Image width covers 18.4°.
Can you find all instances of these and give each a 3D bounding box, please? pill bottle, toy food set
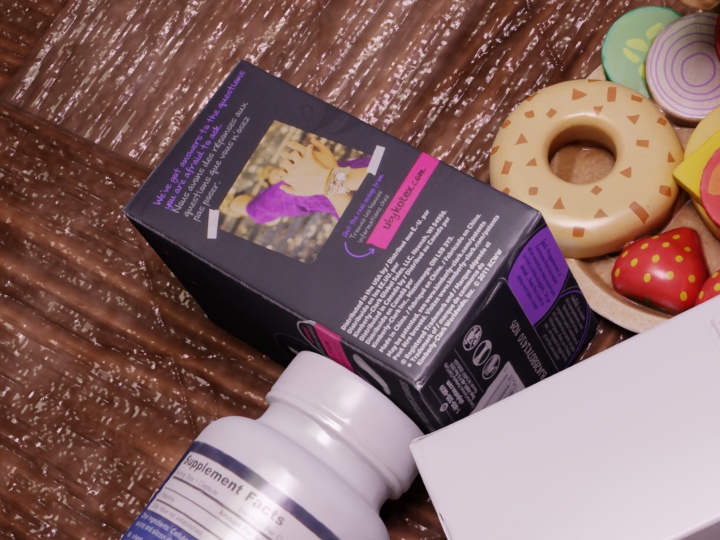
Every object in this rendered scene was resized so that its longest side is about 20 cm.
[{"bbox_3d":[-0.056,0.141,1.055,0.111,0.111,0.201,28,74,32],"label":"pill bottle"},{"bbox_3d":[0.179,-0.056,1.121,0.198,0.049,0.200,-41,55,-6],"label":"toy food set"}]

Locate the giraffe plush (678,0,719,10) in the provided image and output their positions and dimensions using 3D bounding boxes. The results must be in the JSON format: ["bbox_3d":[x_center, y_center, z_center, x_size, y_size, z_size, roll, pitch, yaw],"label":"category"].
[{"bbox_3d":[0.235,-0.209,1.083,0.171,0.163,0.201,18,32,-8],"label":"giraffe plush"}]

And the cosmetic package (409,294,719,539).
[{"bbox_3d":[0.137,0.094,1.026,0.199,0.085,0.108,-25,56,6],"label":"cosmetic package"}]

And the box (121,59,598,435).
[{"bbox_3d":[0.000,0.000,1.110,0.199,0.122,0.106,29,75,32],"label":"box"}]
